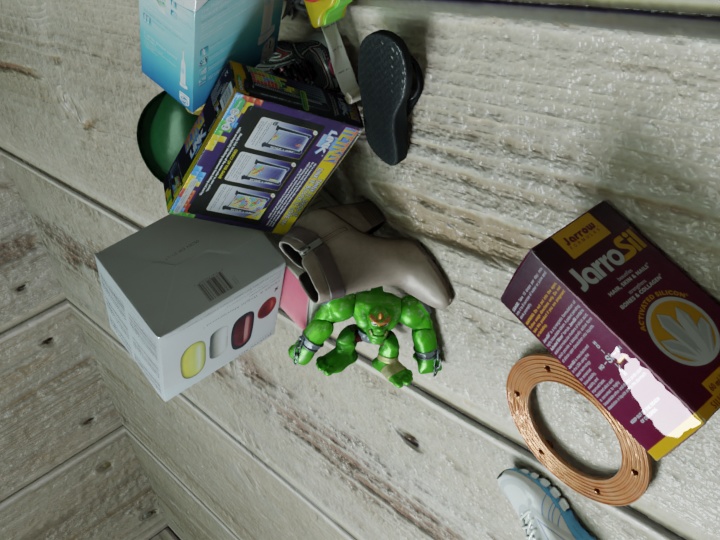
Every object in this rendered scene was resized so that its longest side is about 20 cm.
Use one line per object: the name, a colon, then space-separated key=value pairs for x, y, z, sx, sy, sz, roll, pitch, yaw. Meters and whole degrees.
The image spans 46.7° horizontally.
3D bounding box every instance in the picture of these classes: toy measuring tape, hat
toy measuring tape: x=-0.021 y=-0.276 z=0.888 sx=0.074 sy=0.074 sz=0.200 roll=12 pitch=127 yaw=53
hat: x=-0.226 y=-0.227 z=1.133 sx=0.176 sy=0.165 sz=0.200 roll=124 pitch=130 yaw=-70

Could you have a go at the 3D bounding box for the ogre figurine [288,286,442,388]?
ogre figurine: x=0.013 y=0.079 z=1.093 sx=0.200 sy=0.098 sz=0.120 roll=14 pitch=118 yaw=10

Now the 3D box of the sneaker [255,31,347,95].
sneaker: x=-0.084 y=-0.237 z=1.017 sx=0.200 sy=0.075 sz=0.081 roll=10 pitch=126 yaw=53

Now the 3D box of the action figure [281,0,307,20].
action figure: x=-0.119 y=-0.366 z=0.956 sx=0.200 sy=0.069 sz=0.130 roll=50 pitch=144 yaw=8

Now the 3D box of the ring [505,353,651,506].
ring: x=0.247 y=0.179 z=0.953 sx=0.200 sy=0.019 sz=0.201 roll=40 pitch=147 yaw=32

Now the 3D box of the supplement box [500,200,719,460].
supplement box: x=0.239 y=0.049 z=0.743 sx=0.200 sy=0.110 sz=0.086 roll=48 pitch=149 yaw=19

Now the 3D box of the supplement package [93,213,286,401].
supplement package: x=-0.221 y=0.034 z=1.104 sx=0.147 sy=0.191 sz=0.200 roll=49 pitch=153 yaw=18

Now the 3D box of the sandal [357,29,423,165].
sandal: x=0.035 y=-0.194 z=0.910 sx=0.075 sy=0.048 sz=0.201 roll=46 pitch=162 yaw=19

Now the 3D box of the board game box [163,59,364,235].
board game box: x=-0.117 y=-0.136 z=0.982 sx=0.200 sy=0.165 sz=0.057 roll=-49 pitch=45 yaw=38

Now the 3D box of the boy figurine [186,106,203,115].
boy figurine: x=-0.151 y=-0.188 z=1.090 sx=0.200 sy=0.124 sz=0.064 roll=32 pitch=145 yaw=-2

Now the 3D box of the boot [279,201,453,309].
boot: x=0.000 y=0.000 z=1.036 sx=0.200 sy=0.146 sz=0.070 roll=48 pitch=148 yaw=18

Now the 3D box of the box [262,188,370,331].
box: x=-0.085 y=-0.034 z=1.157 sx=0.200 sy=0.128 sz=0.109 roll=45 pitch=150 yaw=25

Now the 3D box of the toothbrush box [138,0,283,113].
toothbrush box: x=-0.155 y=-0.291 z=0.885 sx=0.085 sy=0.146 sz=0.200 roll=39 pitch=151 yaw=10

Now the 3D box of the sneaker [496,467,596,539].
sneaker: x=0.236 y=0.341 z=1.056 sx=0.200 sy=0.087 sz=0.075 roll=48 pitch=151 yaw=22
